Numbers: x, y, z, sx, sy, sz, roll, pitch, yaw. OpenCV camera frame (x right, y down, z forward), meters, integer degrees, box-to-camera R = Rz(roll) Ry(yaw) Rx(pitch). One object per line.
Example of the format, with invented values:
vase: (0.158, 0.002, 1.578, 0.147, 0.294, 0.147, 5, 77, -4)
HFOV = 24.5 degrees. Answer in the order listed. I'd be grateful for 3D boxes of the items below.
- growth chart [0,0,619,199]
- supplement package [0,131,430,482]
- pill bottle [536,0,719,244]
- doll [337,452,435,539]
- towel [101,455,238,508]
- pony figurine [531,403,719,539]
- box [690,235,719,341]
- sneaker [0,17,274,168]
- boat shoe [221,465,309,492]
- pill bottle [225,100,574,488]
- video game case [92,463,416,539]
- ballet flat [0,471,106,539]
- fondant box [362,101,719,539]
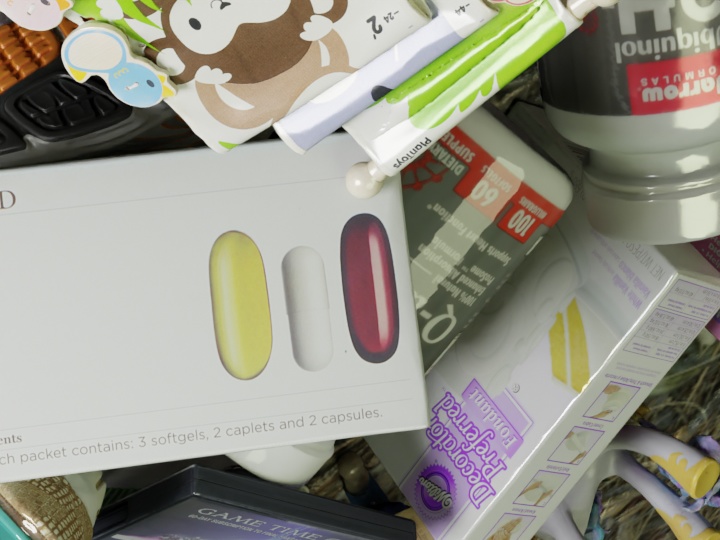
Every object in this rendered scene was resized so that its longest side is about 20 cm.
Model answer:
growth chart: (-0.036, -0.093, 0.519, 0.199, 0.018, 0.145, 28, 129, -26)
supplement package: (-0.084, 0.014, 0.655, 0.198, 0.112, 0.156, -7, 180, -6)
pill bottle: (0.130, -0.120, 0.739, 0.110, 0.111, 0.202, -20, 114, -22)
doll: (0.028, 0.169, 1.006, 0.048, 0.137, 0.200, -39, 176, -8)
towel: (-0.106, 0.110, 0.919, 0.152, 0.023, 0.201, 9, 124, -44)
pony figurine: (0.131, 0.106, 1.001, 0.166, 0.200, 0.194, 29, 93, -44)
box: (0.212, -0.072, 0.856, 0.096, 0.176, 0.201, -23, 141, -26)
sneaker: (-0.083, -0.069, 0.709, 0.198, 0.076, 0.092, -22, 145, -18)
boat shoe: (-0.043, 0.156, 0.950, 0.073, 0.061, 0.201, -4, 144, 20)
pill bottle: (0.000, 0.000, 0.802, 0.200, 0.116, 0.116, -51, 142, 10)
video game case: (-0.089, 0.150, 0.857, 0.142, 0.019, 0.199, 20, 144, -38)
ballet flat: (-0.156, 0.103, 0.771, 0.065, 0.199, 0.071, -37, 103, -25)
fondant box: (0.082, 0.035, 0.892, 0.058, 0.145, 0.201, 11, 121, -46)
